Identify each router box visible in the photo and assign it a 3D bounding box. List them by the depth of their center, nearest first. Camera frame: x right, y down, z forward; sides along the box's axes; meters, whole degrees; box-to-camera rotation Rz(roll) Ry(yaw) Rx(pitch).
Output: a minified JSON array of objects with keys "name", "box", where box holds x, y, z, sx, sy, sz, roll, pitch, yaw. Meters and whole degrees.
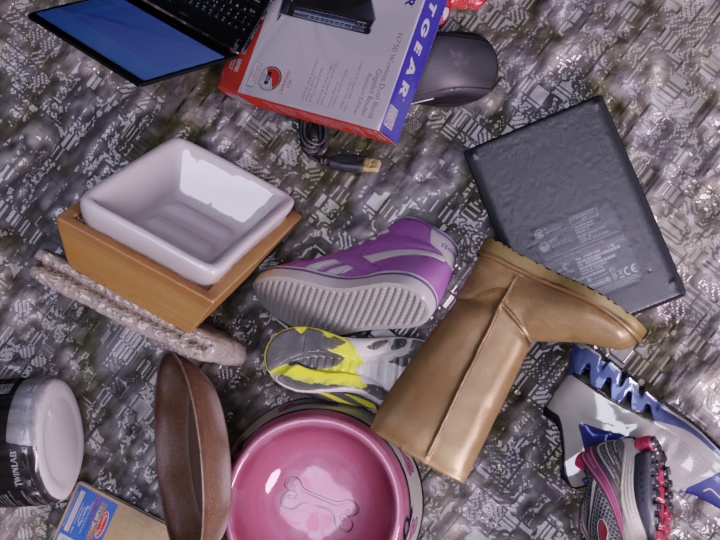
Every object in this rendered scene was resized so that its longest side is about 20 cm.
[{"name":"router box","box":[-0.019,-0.237,1.108,0.179,0.049,0.201,17,86,24]}]

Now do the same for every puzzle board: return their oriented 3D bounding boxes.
[{"name":"puzzle board","box":[-0.251,0.329,1.173,0.150,0.017,0.201,24,91,10]}]

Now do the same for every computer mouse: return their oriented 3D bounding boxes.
[{"name":"computer mouse","box":[0.029,-0.163,1.128,0.199,0.046,0.141,3,87,9]}]

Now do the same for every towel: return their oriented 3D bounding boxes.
[{"name":"towel","box":[-0.207,0.039,1.116,0.199,0.133,0.035,26,88,9]}]

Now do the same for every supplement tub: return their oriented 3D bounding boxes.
[{"name":"supplement tub","box":[-0.379,0.168,1.143,0.199,0.122,0.123,-4,88,8]}]

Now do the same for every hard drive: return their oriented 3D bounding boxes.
[{"name":"hard drive","box":[0.194,-0.045,1.092,0.139,0.033,0.201,-22,77,8]}]

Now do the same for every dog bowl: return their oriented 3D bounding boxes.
[{"name":"dog bowl","box":[-0.041,0.218,1.104,0.199,0.074,0.201,0,83,3]}]

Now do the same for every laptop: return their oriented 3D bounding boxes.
[{"name":"laptop","box":[-0.180,-0.274,1.106,0.177,0.103,0.201,33,95,31]}]

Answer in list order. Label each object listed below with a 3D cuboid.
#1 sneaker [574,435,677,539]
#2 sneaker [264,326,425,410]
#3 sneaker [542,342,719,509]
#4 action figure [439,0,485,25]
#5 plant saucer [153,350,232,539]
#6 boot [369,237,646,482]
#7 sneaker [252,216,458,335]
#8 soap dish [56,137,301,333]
[{"name":"sneaker","box":[0.218,0.238,0.984,0.074,0.081,0.201,-10,55,27]},{"name":"sneaker","box":[0.003,0.093,1.115,0.199,0.085,0.075,16,81,-13]},{"name":"sneaker","box":[0.244,0.166,1.076,0.199,0.081,0.115,39,98,15]},{"name":"action figure","box":[0.125,-0.316,1.120,0.065,0.052,0.201,34,96,4]},{"name":"plant saucer","box":[-0.153,0.172,1.090,0.036,0.200,0.202,-3,87,-22]},{"name":"boot","box":[0.128,0.094,1.036,0.175,0.066,0.201,28,87,27]},{"name":"sneaker","box":[0.000,0.001,1.125,0.199,0.115,0.073,1,132,30]},{"name":"soap dish","box":[-0.163,-0.035,1.088,0.157,0.200,0.082,28,121,7]}]
